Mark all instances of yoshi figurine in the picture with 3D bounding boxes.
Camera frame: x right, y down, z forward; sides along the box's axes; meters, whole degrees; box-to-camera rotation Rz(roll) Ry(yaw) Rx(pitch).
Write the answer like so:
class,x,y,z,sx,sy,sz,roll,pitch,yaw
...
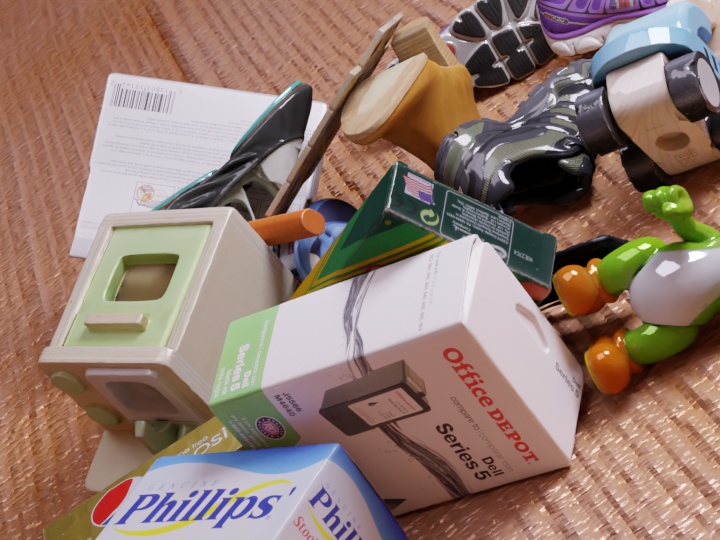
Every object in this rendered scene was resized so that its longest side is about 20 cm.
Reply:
class,x,y,z,sx,sy,sz,roll,pitch,yaw
yoshi figurine,0.227,0.003,1.397,0.199,0.113,0.112,-24,42,16

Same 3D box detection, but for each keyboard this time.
class,x,y,z,sx,sy,sz,roll,pitch,yaw
keyboard,0.105,0.006,1.536,0.199,0.104,0.040,-19,68,29

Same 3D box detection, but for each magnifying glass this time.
class,x,y,z,sx,sy,sz,roll,pitch,yaw
magnifying glass,-0.102,-0.022,1.719,0.199,0.079,0.023,-13,59,45

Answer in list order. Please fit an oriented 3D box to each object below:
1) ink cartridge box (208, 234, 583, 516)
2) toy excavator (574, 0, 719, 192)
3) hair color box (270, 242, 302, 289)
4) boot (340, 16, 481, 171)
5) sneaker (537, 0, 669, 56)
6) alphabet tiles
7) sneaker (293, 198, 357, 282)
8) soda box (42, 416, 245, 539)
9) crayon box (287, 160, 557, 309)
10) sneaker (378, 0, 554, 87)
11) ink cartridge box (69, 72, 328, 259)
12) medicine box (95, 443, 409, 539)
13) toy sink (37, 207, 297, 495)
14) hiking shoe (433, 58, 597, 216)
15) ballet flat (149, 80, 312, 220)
class,x,y,z,sx,sy,sz,roll,pitch,yaw
ink cartridge box,0.025,0.079,1.435,0.199,0.146,0.084,-20,37,29
toy excavator,0.242,-0.159,1.648,0.099,0.194,0.201,-19,56,29
hair color box,-0.103,0.033,1.793,0.199,0.061,0.100,-28,25,13
boot,0.060,-0.105,1.739,0.071,0.144,0.201,-22,20,27
sneaker,0.230,-0.242,1.822,0.199,0.084,0.081,-17,16,32
alphabet tiles,-0.025,-0.115,1.759,0.201,0.006,0.166,-59,-2,16
sneaker,0.000,0.000,1.658,0.200,0.074,0.083,-106,33,-50
soda box,-0.128,0.169,1.570,0.199,0.064,0.068,-33,25,2
crayon box,0.029,0.027,1.481,0.200,0.126,0.051,-52,19,44
sneaker,0.093,-0.199,1.961,0.199,0.081,0.083,-25,15,14
ink cartridge box,-0.138,-0.073,1.903,0.199,0.045,0.177,9,71,7
medicine box,-0.097,0.217,1.396,0.182,0.103,0.200,-9,35,43
toy sink,-0.154,0.062,1.659,0.130,0.112,0.201,-1,56,34
hiking shoe,0.158,-0.093,1.705,0.199,0.076,0.101,-30,53,-21
ballet flat,-0.099,-0.072,1.846,0.200,0.068,0.068,-43,-7,-6
